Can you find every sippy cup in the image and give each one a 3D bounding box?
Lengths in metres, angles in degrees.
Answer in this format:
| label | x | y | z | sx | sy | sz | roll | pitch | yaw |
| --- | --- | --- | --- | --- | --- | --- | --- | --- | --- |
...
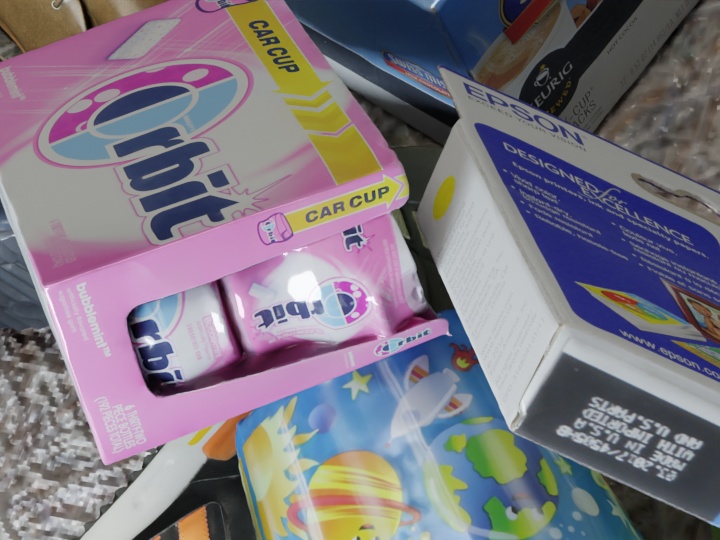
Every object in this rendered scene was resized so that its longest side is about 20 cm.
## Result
| label | x | y | z | sx | sy | sz | roll | pitch | yaw |
| --- | --- | --- | --- | --- | --- | --- | --- | --- | --- |
| sippy cup | 0.026 | 0.090 | 0.939 | 0.140 | 0.178 | 0.131 | -39 | 65 | 32 |

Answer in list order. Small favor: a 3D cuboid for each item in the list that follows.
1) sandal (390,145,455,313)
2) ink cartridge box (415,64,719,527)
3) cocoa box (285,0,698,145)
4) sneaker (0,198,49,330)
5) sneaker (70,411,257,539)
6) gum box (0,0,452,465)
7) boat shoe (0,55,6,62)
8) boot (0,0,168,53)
| label | x | y | z | sx | sy | sz | roll | pitch | yaw |
| --- | --- | --- | --- | --- | --- | --- | --- | --- | --- |
| sandal | 0.000 | -0.001 | 1.072 | 0.200 | 0.057 | 0.080 | 6 | 69 | 40 |
| ink cartridge box | 0.115 | 0.026 | 0.909 | 0.047 | 0.197 | 0.200 | -61 | 19 | 16 |
| cocoa box | 0.015 | -0.148 | 1.101 | 0.200 | 0.131 | 0.133 | 33 | 77 | 33 |
| sneaker | -0.152 | -0.023 | 1.117 | 0.199 | 0.070 | 0.082 | -6 | 58 | 27 |
| sneaker | -0.056 | 0.124 | 1.006 | 0.090 | 0.070 | 0.200 | 26 | 71 | 34 |
| gum box | -0.054 | -0.021 | 0.953 | 0.113 | 0.066 | 0.200 | -20 | 27 | -6 |
| boat shoe | -0.227 | -0.087 | 1.201 | 0.199 | 0.060 | 0.072 | 14 | 67 | 27 |
| boot | -0.108 | -0.105 | 1.159 | 0.074 | 0.076 | 0.200 | -45 | 57 | -10 |
